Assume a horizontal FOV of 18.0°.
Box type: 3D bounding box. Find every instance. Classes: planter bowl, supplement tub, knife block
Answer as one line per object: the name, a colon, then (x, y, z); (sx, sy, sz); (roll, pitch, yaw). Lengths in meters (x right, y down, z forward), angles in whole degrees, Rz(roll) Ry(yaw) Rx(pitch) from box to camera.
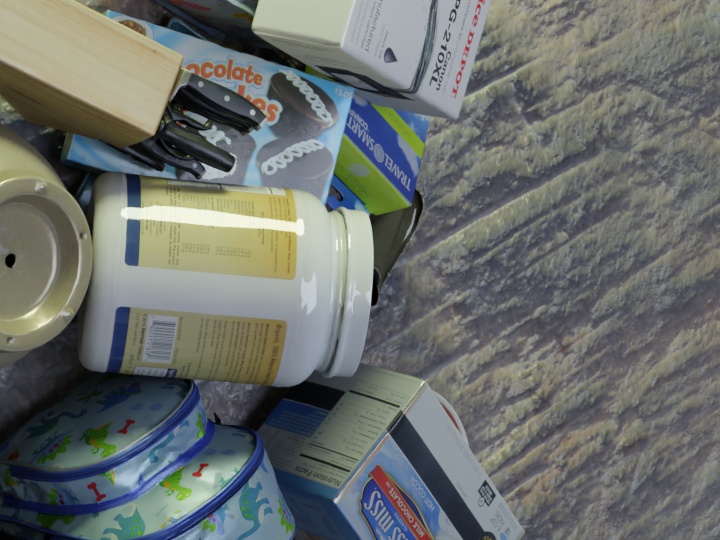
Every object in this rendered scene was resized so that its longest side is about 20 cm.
planter bowl: (-0.269, -0.012, 1.551); (0.200, 0.134, 0.201); (-12, 106, -44)
supplement tub: (-0.099, 0.009, 1.632); (0.199, 0.144, 0.145); (6, 95, -10)
knife block: (-0.166, -0.131, 1.573); (0.200, 0.175, 0.064); (52, 54, -64)

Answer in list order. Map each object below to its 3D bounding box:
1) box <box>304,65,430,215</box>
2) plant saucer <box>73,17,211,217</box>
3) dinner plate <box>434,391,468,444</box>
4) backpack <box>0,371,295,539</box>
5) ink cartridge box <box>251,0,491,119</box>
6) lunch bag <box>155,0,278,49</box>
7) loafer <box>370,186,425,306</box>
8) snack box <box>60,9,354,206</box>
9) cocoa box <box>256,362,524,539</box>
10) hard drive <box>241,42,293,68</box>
box: (0.006, -0.142, 1.832); (0.122, 0.048, 0.201); (43, 47, -41)
plant saucer: (-0.162, -0.090, 1.718); (0.070, 0.019, 0.201); (33, 72, -21)
dinner plate: (0.024, 0.197, 1.979); (0.200, 0.024, 0.201); (-11, 105, -46)
backpack: (-0.162, 0.164, 1.650); (0.183, 0.200, 0.147); (-37, 123, -34)
ink cartridge box: (0.018, -0.211, 1.694); (0.200, 0.084, 0.145); (24, 81, -60)
lunch bag: (-0.100, -0.274, 1.685); (0.200, 0.127, 0.170); (24, 80, -57)
loafer: (0.000, 0.000, 1.881); (0.200, 0.069, 0.075); (-54, 131, -24)
snack box: (-0.114, -0.109, 1.697); (0.199, 0.037, 0.117); (16, 84, -16)
cocoa box: (0.015, 0.188, 1.855); (0.131, 0.133, 0.200); (-51, 129, -24)
hard drive: (-0.093, -0.066, 1.790); (0.135, 0.042, 0.201); (39, 68, -44)
